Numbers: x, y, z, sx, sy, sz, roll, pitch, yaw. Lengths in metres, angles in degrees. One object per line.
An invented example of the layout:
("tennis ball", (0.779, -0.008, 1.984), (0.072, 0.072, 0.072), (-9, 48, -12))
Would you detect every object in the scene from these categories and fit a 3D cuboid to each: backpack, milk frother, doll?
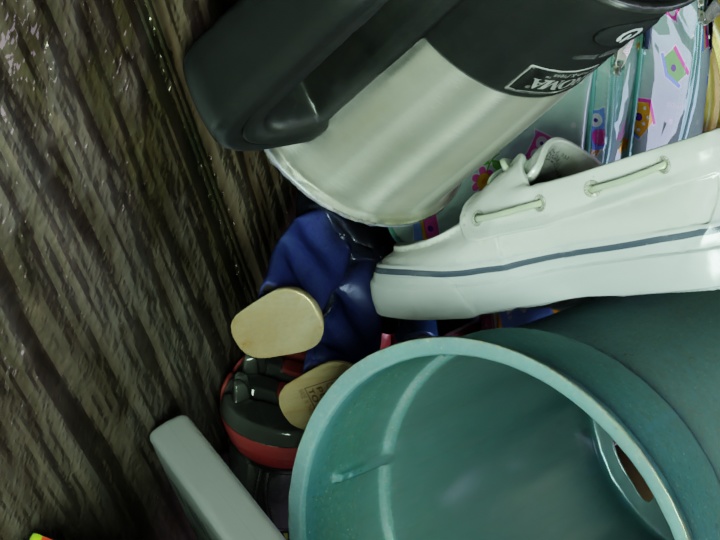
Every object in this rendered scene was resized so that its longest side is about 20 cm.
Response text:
("backpack", (0.085, -0.081, 1.206), (0.126, 0.166, 0.201), (10, 86, -47))
("milk frother", (0.013, -0.151, 1.053), (0.188, 0.180, 0.201), (-39, -126, 47))
("doll", (0.000, 0.000, 1.204), (0.137, 0.048, 0.200), (57, 27, -17))

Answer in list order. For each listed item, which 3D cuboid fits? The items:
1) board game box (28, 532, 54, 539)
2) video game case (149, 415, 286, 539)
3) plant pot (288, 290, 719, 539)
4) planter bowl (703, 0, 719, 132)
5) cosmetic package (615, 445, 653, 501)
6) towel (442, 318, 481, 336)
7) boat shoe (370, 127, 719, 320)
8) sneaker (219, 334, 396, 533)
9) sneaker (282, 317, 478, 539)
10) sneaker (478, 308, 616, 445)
("board game box", (-0.079, 0.180, 1.056), (0.200, 0.101, 0.048), (81, 30, -61))
("video game case", (-0.018, 0.168, 1.068), (0.183, 0.023, 0.200), (67, -11, -22))
("plant pot", (0.108, 0.096, 1.105), (0.196, 0.200, 0.201), (-24, 131, -48))
("planter bowl", (0.123, -0.104, 1.452), (0.083, 0.199, 0.202), (-30, 135, -55))
("cosmetic package", (0.171, 0.150, 1.342), (0.105, 0.071, 0.201), (45, 27, -35))
("towel", (0.091, 0.121, 1.321), (0.201, 0.023, 0.144), (65, 20, 3))
("boat shoe", (0.084, -0.021, 1.071), (0.073, 0.199, 0.067), (-12, 94, -50))
("sneaker", (-0.015, 0.057, 1.279), (0.201, 0.070, 0.098), (-55, 156, -54))
("sneaker", (0.005, 0.070, 1.354), (0.074, 0.080, 0.201), (89, 20, -50))
("sneaker", (0.087, -0.002, 1.320), (0.201, 0.075, 0.090), (63, 17, 0))
